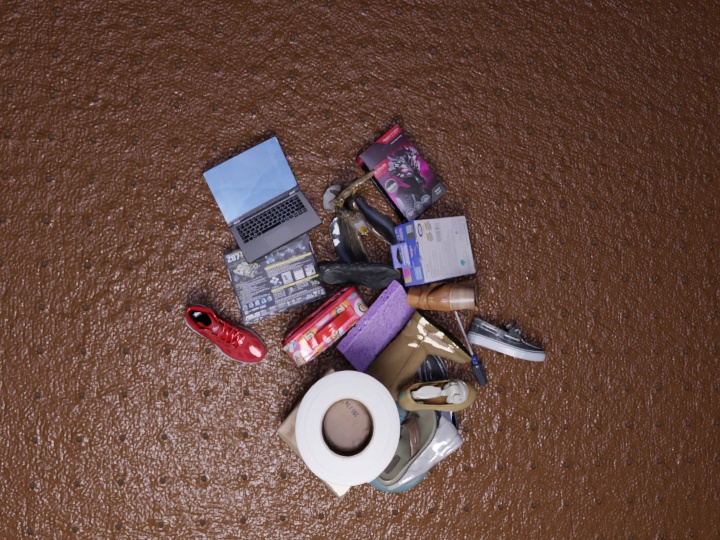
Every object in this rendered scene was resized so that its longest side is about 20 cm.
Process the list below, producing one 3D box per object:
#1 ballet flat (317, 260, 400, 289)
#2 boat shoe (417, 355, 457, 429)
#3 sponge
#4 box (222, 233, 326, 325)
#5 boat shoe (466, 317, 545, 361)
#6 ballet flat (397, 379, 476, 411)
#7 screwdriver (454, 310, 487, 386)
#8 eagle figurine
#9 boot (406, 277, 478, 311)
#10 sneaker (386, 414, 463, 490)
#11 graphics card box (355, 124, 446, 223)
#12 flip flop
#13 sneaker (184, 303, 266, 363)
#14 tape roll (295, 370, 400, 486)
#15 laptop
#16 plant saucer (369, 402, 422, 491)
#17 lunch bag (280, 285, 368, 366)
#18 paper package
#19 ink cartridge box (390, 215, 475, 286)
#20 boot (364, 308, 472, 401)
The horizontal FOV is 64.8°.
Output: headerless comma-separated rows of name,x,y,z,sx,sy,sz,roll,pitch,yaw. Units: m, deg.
ballet flat,0.000,0.000,1.237,0.194,0.057,0.068,5,125,-25
boat shoe,0.180,0.280,1.301,0.068,0.066,0.206,-11,88,-11
sponge,0.040,0.128,1.272,0.200,0.030,0.112,-48,139,-11
box,-0.190,0.012,1.262,0.195,0.049,0.166,-19,91,-11
boat shoe,0.349,0.161,1.338,0.194,0.072,0.073,17,87,-7
ballet flat,0.177,0.270,1.230,0.194,0.063,0.070,-3,64,-20
screwdriver,0.253,0.183,1.313,0.027,0.029,0.204,-16,114,22
eagle figurine,-0.002,-0.101,1.281,0.148,0.153,0.202,-11,130,25
boot,0.191,0.054,1.289,0.150,0.199,0.076,-2,87,17
sneaker,0.127,0.401,1.254,0.197,0.076,0.089,-33,72,-8
graphics card box,0.095,-0.222,1.331,0.125,0.051,0.202,-38,94,-11
flip flop,0.096,0.364,1.215,0.200,0.080,0.058,-48,137,-22
sneaker,-0.289,0.139,1.199,0.196,0.115,0.080,27,81,-7
tape roll,-0.025,0.303,1.104,0.196,0.139,0.209,0,76,-1
laptop,-0.213,-0.155,1.232,0.184,0.117,0.201,-29,52,-10
plant saucer,0.083,0.404,1.290,0.193,0.036,0.207,1,86,-10
lunch bag,-0.076,0.120,1.210,0.198,0.176,0.083,-39,93,-11
paper package,-0.050,0.343,1.217,0.199,0.104,0.191,41,79,8
ink cartridge box,0.158,-0.045,1.280,0.196,0.075,0.141,-8,86,-38
boot,0.127,0.211,1.268,0.174,0.066,0.202,37,103,3
